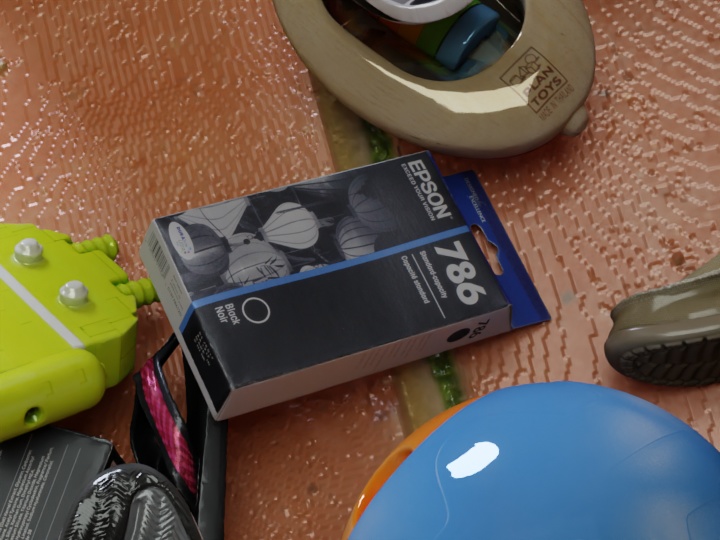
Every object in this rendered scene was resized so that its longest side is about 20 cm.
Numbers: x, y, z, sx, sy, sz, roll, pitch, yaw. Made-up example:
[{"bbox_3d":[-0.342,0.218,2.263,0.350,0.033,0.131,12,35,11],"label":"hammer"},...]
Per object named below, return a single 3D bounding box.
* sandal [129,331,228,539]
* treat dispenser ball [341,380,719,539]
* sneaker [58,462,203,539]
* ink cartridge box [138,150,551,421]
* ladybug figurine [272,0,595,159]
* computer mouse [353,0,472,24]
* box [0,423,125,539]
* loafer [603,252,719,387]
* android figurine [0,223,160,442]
[{"bbox_3d":[-0.091,0.089,1.008,0.045,0.075,0.201,2,71,-11],"label":"sandal"},{"bbox_3d":[0.086,0.149,0.901,0.200,0.201,0.202,-2,68,5],"label":"treat dispenser ball"},{"bbox_3d":[-0.106,0.183,0.945,0.075,0.115,0.201,-7,95,-11],"label":"sneaker"},{"bbox_3d":[0.000,0.000,1.013,0.199,0.039,0.100,-16,66,-28],"label":"ink cartridge box"},{"bbox_3d":[0.039,-0.127,1.083,0.200,0.072,0.136,41,77,19],"label":"ladybug figurine"},{"bbox_3d":[-0.010,-0.186,1.052,0.110,0.044,0.200,-35,63,-13],"label":"computer mouse"},{"bbox_3d":[-0.210,0.166,0.989,0.141,0.079,0.201,16,71,9],"label":"box"},{"bbox_3d":[0.210,0.003,1.019,0.199,0.076,0.068,-14,67,-11],"label":"loafer"},{"bbox_3d":[-0.194,0.025,1.013,0.200,0.041,0.182,-17,39,-32],"label":"android figurine"}]
